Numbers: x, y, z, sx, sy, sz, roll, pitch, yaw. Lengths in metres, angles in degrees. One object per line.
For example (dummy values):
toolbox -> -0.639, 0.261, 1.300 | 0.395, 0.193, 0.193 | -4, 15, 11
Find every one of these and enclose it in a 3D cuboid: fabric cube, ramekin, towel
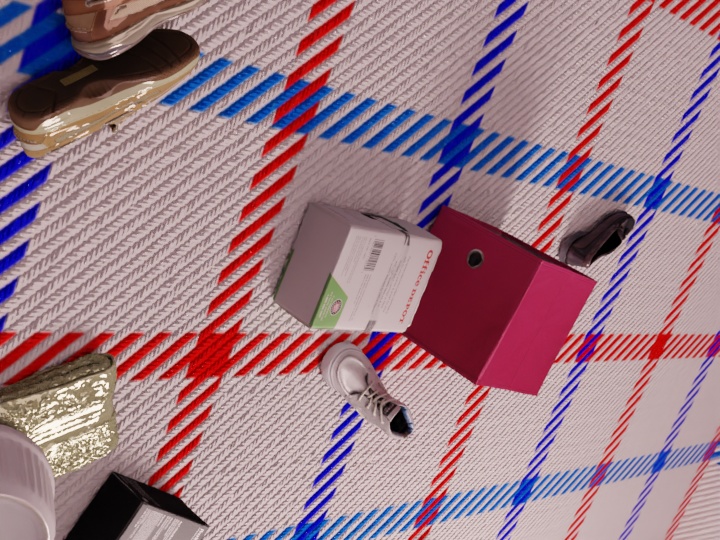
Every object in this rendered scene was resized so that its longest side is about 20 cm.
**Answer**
fabric cube -> 0.192, 0.046, 1.546 | 0.200, 0.196, 0.200 | 17, 104, -53
ramekin -> -0.406, 0.260, 1.059 | 0.202, 0.094, 0.203 | -15, 125, -22
towel -> -0.356, 0.180, 1.148 | 0.200, 0.036, 0.149 | -22, 131, -38

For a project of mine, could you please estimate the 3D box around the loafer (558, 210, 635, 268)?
loafer -> 0.438, -0.049, 1.866 | 0.200, 0.063, 0.072 | -25, 132, -36

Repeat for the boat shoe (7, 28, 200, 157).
boat shoe -> -0.247, -0.171, 1.016 | 0.200, 0.072, 0.076 | -28, 148, -24

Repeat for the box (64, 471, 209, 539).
box -> -0.306, 0.370, 1.301 | 0.200, 0.079, 0.141 | -55, 140, -5

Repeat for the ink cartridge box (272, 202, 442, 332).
ink cartridge box -> 0.000, 0.000, 1.386 | 0.200, 0.084, 0.146 | 7, 109, -51

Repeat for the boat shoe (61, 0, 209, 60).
boat shoe -> -0.195, -0.279, 0.985 | 0.200, 0.076, 0.072 | -43, 138, -22

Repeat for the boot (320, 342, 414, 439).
boot -> 0.020, 0.180, 1.523 | 0.074, 0.095, 0.200 | -51, 142, -10
